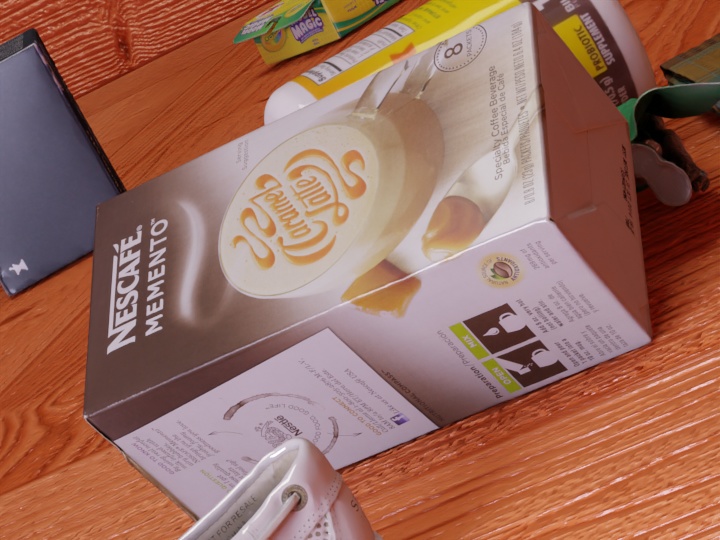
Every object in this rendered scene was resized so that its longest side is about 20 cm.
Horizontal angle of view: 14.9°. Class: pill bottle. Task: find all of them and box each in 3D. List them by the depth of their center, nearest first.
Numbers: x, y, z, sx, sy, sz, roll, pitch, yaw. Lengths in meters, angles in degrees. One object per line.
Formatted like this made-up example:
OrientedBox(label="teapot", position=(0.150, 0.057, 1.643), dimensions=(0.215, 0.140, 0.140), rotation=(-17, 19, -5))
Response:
OrientedBox(label="pill bottle", position=(0.032, -0.063, 1.288), dimensions=(0.200, 0.109, 0.109), rotation=(-31, 11, -11))

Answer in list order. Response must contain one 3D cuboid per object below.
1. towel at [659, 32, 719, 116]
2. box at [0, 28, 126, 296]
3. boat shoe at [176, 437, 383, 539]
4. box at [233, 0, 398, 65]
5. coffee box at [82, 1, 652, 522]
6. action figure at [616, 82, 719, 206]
OrientedBox(label="towel", position=(0.220, -0.114, 1.297), dimensions=(0.147, 0.022, 0.200), rotation=(-27, 9, 2))
OrientedBox(label="box", position=(-0.244, -0.082, 1.988), dimensions=(0.107, 0.149, 0.200), rotation=(-29, 11, -2))
OrientedBox(label="boat shoe", position=(-0.078, 0.118, 0.815), dimensions=(0.200, 0.069, 0.071), rotation=(-36, 14, -32))
OrientedBox(label="box", position=(-0.011, -0.242, 2.433), dimensions=(0.200, 0.048, 0.117), rotation=(-33, 11, -36))
OrientedBox(label="coffee box", position=(0.000, 0.000, 1.032), dimensions=(0.200, 0.080, 0.114), rotation=(-24, 43, 23))
OrientedBox(label="action figure", position=(0.103, -0.043, 1.162), dimensions=(0.118, 0.055, 0.200), rotation=(-29, 4, 7))
